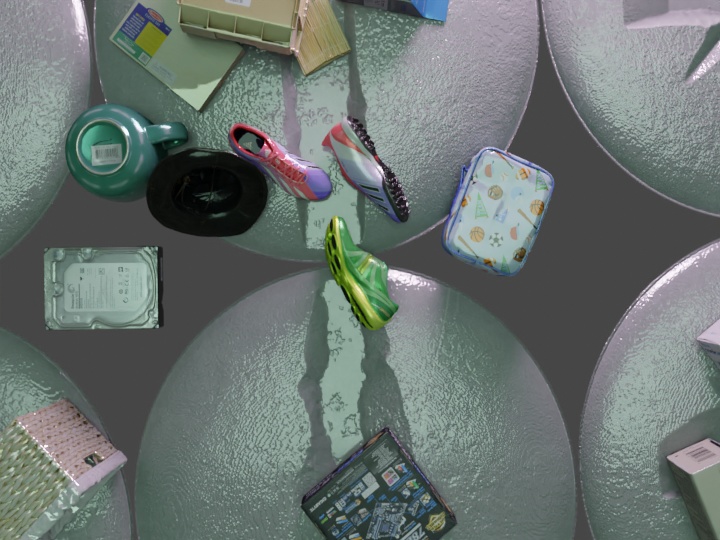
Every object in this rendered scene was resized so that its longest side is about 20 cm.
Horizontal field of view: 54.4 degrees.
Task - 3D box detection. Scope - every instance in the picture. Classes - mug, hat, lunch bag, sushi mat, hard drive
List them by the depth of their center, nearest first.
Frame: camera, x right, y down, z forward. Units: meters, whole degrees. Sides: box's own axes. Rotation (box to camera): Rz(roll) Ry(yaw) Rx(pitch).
[{"bbox_3d":[-0.396,-0.207,1.156,0.151,0.114,0.186,38,91,0],"label":"mug"},{"bbox_3d":[-0.255,-0.145,1.169,0.195,0.082,0.203,-8,135,-8],"label":"hat"},{"bbox_3d":[0.227,-0.102,1.182,0.157,0.076,0.204,22,91,2],"label":"lunch bag"},{"bbox_3d":[-0.438,0.030,1.197,0.195,0.038,0.144,0,90,0],"label":"hard drive"},{"bbox_3d":[-0.098,-0.448,1.206,0.094,0.012,0.203,-26,90,2],"label":"sushi mat"}]

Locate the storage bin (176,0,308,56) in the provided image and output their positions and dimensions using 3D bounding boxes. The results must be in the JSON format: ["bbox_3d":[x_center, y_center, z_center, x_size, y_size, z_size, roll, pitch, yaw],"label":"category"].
[{"bbox_3d":[-0.183,-0.469,1.147,0.195,0.094,0.204,11,88,-3],"label":"storage bin"}]

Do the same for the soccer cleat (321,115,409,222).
[{"bbox_3d":[0.011,-0.160,1.192,0.072,0.068,0.202,-31,95,24],"label":"soccer cleat"}]

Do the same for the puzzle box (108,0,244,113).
[{"bbox_3d":[-0.313,-0.386,1.200,0.199,0.025,0.134,38,90,0],"label":"puzzle box"}]

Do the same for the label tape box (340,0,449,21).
[{"bbox_3d":[0.065,-0.519,1.182,0.195,0.063,0.148,10,91,0],"label":"label tape box"}]

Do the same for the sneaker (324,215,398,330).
[{"bbox_3d":[0.000,0.000,1.192,0.082,0.074,0.203,-25,87,-25],"label":"sneaker"}]

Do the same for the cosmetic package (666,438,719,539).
[{"bbox_3d":[0.607,0.402,1.174,0.086,0.103,0.204,-22,92,1],"label":"cosmetic package"}]

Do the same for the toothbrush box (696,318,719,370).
[{"bbox_3d":[0.697,0.152,1.180,0.146,0.085,0.201,-40,91,1],"label":"toothbrush box"}]

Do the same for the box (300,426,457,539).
[{"bbox_3d":[0.031,0.411,1.197,0.199,0.050,0.200,-40,91,0],"label":"box"}]

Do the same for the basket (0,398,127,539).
[{"bbox_3d":[-0.518,0.337,1.120,0.200,0.198,0.161,-44,88,0],"label":"basket"}]

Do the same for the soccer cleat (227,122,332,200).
[{"bbox_3d":[-0.137,-0.181,1.177,0.198,0.076,0.067,33,90,0],"label":"soccer cleat"}]
